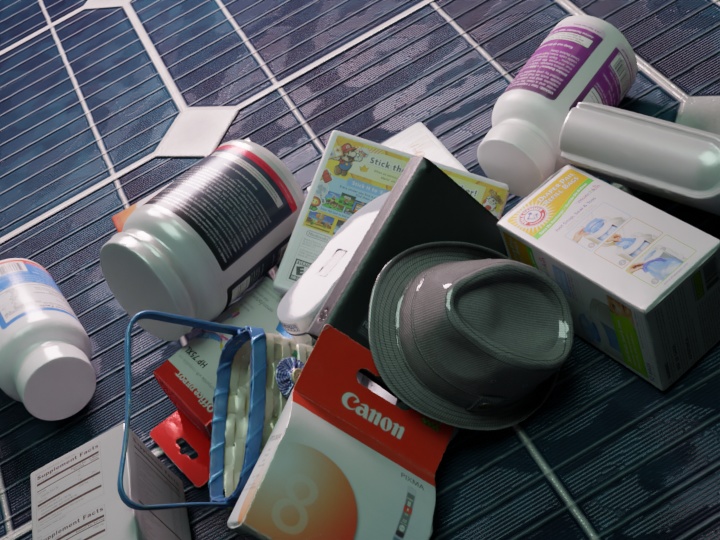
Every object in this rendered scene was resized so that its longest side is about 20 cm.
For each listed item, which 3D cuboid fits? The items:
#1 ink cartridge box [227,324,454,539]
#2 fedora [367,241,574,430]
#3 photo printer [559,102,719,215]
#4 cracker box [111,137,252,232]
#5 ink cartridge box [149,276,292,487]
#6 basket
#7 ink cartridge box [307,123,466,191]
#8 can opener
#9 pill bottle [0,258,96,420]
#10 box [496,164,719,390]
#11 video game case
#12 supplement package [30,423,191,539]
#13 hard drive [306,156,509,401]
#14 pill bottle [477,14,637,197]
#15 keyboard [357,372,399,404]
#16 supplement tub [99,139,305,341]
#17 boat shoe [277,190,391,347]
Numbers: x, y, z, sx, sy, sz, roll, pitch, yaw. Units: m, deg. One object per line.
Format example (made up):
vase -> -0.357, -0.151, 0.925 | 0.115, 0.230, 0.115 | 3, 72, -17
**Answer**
ink cartridge box -> 0.000, 0.168, 1.031 | 0.201, 0.161, 0.050 | -63, 16, -20
fedora -> 0.114, 0.049, 1.080 | 0.090, 0.198, 0.179 | -34, 43, 59
photo printer -> 0.314, -0.101, 1.161 | 0.199, 0.166, 0.070 | 24, 99, 41
cracker box -> -0.187, -0.061, 1.443 | 0.199, 0.058, 0.134 | -31, 43, -6
ink cartridge box -> -0.129, 0.112, 1.232 | 0.200, 0.068, 0.116 | -41, 43, -15
basket -> -0.119, 0.129, 1.093 | 0.198, 0.139, 0.178 | 4, 71, -17
ink cartridge box -> 0.046, -0.068, 1.337 | 0.161, 0.050, 0.200 | -31, 37, -4
can opener -> 0.083, 0.121, 1.127 | 0.052, 0.067, 0.200 | 23, 56, 40
pill bottle -> -0.370, 0.080, 1.353 | 0.112, 0.113, 0.200 | -34, 43, -9
box -> 0.238, 0.002, 1.127 | 0.101, 0.113, 0.200 | -38, 43, -15
video game case -> 0.032, -0.033, 1.234 | 0.198, 0.023, 0.184 | 18, 77, 11
supplement package -> -0.222, 0.263, 1.091 | 0.109, 0.114, 0.201 | -28, 41, 7
hard drive -> 0.055, 0.012, 1.150 | 0.201, 0.139, 0.033 | -59, 27, -11
pill bottle -> 0.213, -0.178, 1.320 | 0.112, 0.113, 0.200 | 17, 57, 38
keyboard -> -0.001, 0.173, 1.154 | 0.056, 0.011, 0.201 | 0, 48, 20
supplement tub -> -0.163, -0.034, 1.276 | 0.139, 0.141, 0.200 | 18, 47, 38
boat shoe -> 0.000, 0.000, 1.184 | 0.200, 0.066, 0.073 | -44, 36, -17
